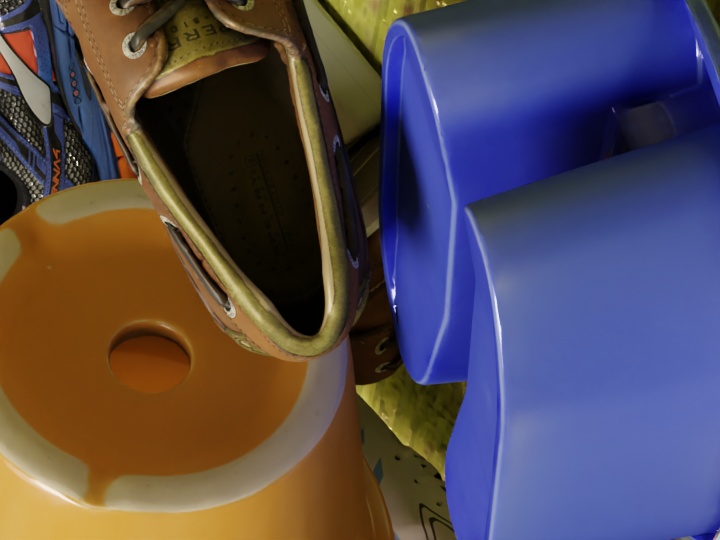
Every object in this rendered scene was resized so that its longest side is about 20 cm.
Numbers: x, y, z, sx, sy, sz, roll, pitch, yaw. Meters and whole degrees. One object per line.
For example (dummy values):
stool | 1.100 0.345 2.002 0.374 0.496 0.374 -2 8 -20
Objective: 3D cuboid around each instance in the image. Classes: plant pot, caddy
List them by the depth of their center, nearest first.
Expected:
caddy | 0.071 -0.001 0.815 0.200 0.105 0.142 92 165 -57
plant pot | -0.078 0.073 0.936 0.200 0.200 0.183 39 148 18

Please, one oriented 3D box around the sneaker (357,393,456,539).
sneaker | 0.037 0.109 1.070 0.200 0.072 0.072 53 -175 25

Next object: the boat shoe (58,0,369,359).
boat shoe | -0.045 -0.070 0.811 0.200 0.072 0.068 64 178 -14

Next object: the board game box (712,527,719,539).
board game box | 0.181 0.148 0.801 0.200 0.097 0.160 38 122 21

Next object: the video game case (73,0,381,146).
video game case | -0.089 -0.107 1.028 0.200 0.024 0.182 50 155 -4

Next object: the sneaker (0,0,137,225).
sneaker | -0.142 -0.078 1.036 0.075 0.078 0.200 16 141 48

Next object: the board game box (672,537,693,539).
board game box | 0.085 0.149 0.913 0.032 0.200 0.120 14 140 48

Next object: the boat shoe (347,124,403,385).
boat shoe | 0.000 0.000 1.000 0.068 0.072 0.200 46 166 -7
